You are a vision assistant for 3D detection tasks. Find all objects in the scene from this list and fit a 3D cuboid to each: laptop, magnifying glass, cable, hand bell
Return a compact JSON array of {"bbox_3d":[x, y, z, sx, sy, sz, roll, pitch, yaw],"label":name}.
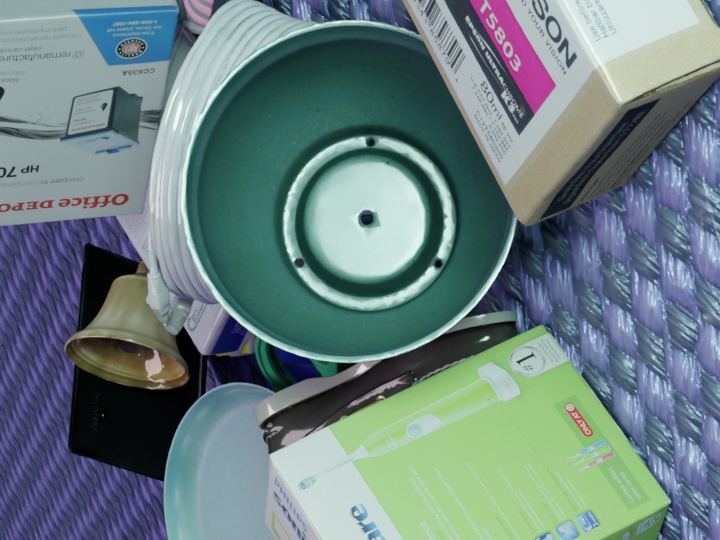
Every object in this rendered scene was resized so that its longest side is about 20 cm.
[{"bbox_3d":[-0.191,0.107,1.940,0.200,0.115,0.189,108,166,-64],"label":"laptop"},{"bbox_3d":[-0.022,0.050,1.515,0.080,0.022,0.200,49,154,2],"label":"magnifying glass"},{"bbox_3d":[-0.073,-0.074,1.476,0.069,0.200,0.201,15,135,19],"label":"cable"},{"bbox_3d":[-0.169,-0.014,1.844,0.104,0.103,0.201,120,164,-65],"label":"hand bell"}]

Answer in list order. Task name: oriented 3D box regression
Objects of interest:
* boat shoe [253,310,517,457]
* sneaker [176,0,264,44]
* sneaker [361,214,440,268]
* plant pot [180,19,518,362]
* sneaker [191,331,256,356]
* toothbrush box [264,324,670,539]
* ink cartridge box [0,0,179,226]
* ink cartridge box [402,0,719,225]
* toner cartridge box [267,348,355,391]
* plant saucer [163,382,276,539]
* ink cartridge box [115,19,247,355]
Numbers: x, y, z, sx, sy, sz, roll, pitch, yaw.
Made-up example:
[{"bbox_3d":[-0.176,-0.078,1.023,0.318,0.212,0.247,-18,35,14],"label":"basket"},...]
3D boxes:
[{"bbox_3d":[0.023,0.084,1.449,0.200,0.072,0.061,-26,72,29],"label":"boat shoe"},{"bbox_3d":[-0.084,-0.190,1.548,0.200,0.070,0.083,-173,68,-76],"label":"sneaker"},{"bbox_3d":[0.000,0.000,1.551,0.199,0.077,0.087,6,112,56],"label":"sneaker"},{"bbox_3d":[0.000,-0.039,1.363,0.201,0.199,0.134,63,-178,9],"label":"plant pot"},{"bbox_3d":[-0.104,-0.013,1.769,0.075,0.076,0.201,41,145,53],"label":"sneaker"},{"bbox_3d":[0.062,0.145,1.353,0.146,0.199,0.086,54,156,28],"label":"toothbrush box"},{"bbox_3d":[-0.222,-0.133,1.629,0.201,0.145,0.086,104,151,-42],"label":"ink cartridge box"},{"bbox_3d":[0.090,-0.147,1.158,0.201,0.075,0.165,63,160,13],"label":"ink cartridge box"},{"bbox_3d":[-0.033,0.112,1.701,0.043,0.095,0.201,8,133,13],"label":"toner cartridge box"},{"bbox_3d":[-0.069,0.179,1.611,0.199,0.027,0.202,7,100,45],"label":"plant saucer"},{"bbox_3d":[-0.116,-0.075,1.693,0.200,0.043,0.197,56,134,32],"label":"ink cartridge box"}]
